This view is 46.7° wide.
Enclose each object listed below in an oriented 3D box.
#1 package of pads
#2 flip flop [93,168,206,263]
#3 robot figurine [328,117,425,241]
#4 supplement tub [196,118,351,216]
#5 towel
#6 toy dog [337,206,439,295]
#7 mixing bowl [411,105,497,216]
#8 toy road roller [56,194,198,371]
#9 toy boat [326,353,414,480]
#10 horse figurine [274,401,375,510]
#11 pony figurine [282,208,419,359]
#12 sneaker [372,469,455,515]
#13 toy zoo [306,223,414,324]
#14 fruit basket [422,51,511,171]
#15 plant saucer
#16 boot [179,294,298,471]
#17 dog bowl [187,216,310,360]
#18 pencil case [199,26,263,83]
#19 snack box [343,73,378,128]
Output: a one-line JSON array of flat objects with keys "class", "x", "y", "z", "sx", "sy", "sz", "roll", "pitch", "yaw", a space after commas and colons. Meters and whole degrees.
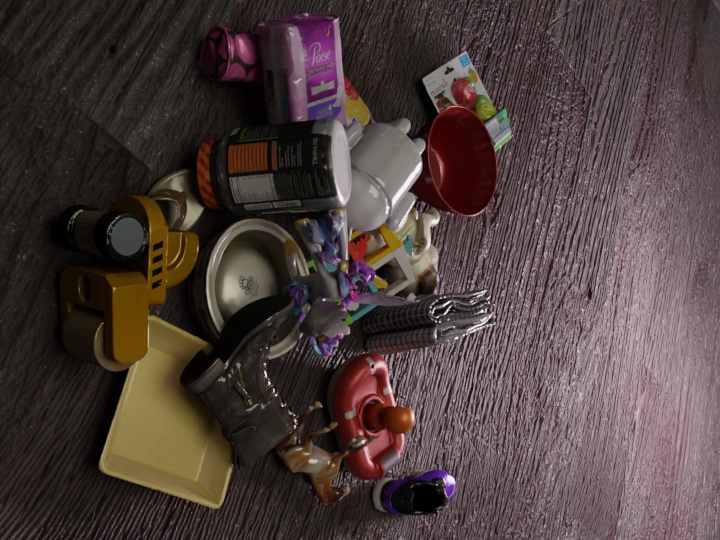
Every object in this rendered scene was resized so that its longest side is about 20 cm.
[{"class": "package of pads", "x": -0.081, "y": -0.269, "z": 1.226, "sx": 0.120, "sy": 0.075, "sz": 0.204, "roll": -30, "pitch": 125, "yaw": -45}, {"class": "flip flop", "x": -0.270, "y": -0.072, "z": 1.107, "sx": 0.199, "sy": 0.057, "sz": 0.082, "roll": -39, "pitch": 112, "yaw": -44}, {"class": "robot figurine", "x": 0.018, "y": -0.142, "z": 1.265, "sx": 0.170, "sy": 0.112, "sz": 0.201, "roll": 46, "pitch": 63, "yaw": -19}, {"class": "supplement tub", "x": -0.118, "y": -0.140, "z": 1.154, "sx": 0.122, "sy": 0.196, "sz": 0.125, "roll": -3, "pitch": 90, "yaw": -77}, {"class": "towel", "x": 0.120, "y": 0.082, "z": 1.441, "sx": 0.198, "sy": 0.164, "sz": 0.087, "roll": -12, "pitch": 87, "yaw": -48}, {"class": "toy dog", "x": 0.063, "y": -0.040, "z": 1.417, "sx": 0.200, "sy": 0.138, "sz": 0.196, "roll": 45, "pitch": 58, "yaw": -36}, {"class": "mixing bowl", "x": 0.154, "y": -0.196, "z": 1.555, "sx": 0.198, "sy": 0.107, "sz": 0.205, "roll": 5, "pitch": 82, "yaw": -43}, {"class": "toy road roller", "x": -0.276, "y": 0.011, "z": 1.014, "sx": 0.145, "sy": 0.122, "sz": 0.204, "roll": -3, "pitch": 99, "yaw": -47}, {"class": "toy boat", "x": 0.031, "y": 0.233, "z": 1.342, "sx": 0.130, "sy": 0.129, "sz": 0.204, "roll": -25, "pitch": 103, "yaw": -47}, {"class": "horse figurine", "x": -0.066, "y": 0.275, "z": 1.260, "sx": 0.199, "sy": 0.132, "sz": 0.050, "roll": 37, "pitch": 16, "yaw": -38}, {"class": "pony figurine", "x": -0.036, "y": 0.023, "z": 1.157, "sx": 0.164, "sy": 0.192, "sz": 0.204, "roll": -14, "pitch": 91, "yaw": -31}, {"class": "sneaker", "x": 0.119, "y": 0.389, "z": 1.437, "sx": 0.198, "sy": 0.098, "sz": 0.071, "roll": 4, "pitch": 83, "yaw": -47}, {"class": "toy zoo", "x": 0.000, "y": 0.000, "z": 1.333, "sx": 0.198, "sy": 0.020, "sz": 0.132, "roll": -33, "pitch": 114, "yaw": -2}, {"class": "fruit basket", "x": 0.219, "y": -0.323, "z": 1.666, "sx": 0.185, "sy": 0.093, "sz": 0.203, "roll": -39, "pitch": 109, "yaw": -44}, {"class": "plant saucer", "x": -0.244, "y": 0.190, "z": 1.103, "sx": 0.199, "sy": 0.048, "sz": 0.203, "roll": 33, "pitch": 61, "yaw": -40}, {"class": "boot", "x": -0.134, "y": 0.150, "z": 1.126, "sx": 0.200, "sy": 0.069, "sz": 0.175, "roll": -42, "pitch": 121, "yaw": -14}, {"class": "dog bowl", "x": -0.163, "y": 0.029, "z": 1.200, "sx": 0.198, "sy": 0.073, "sz": 0.204, "roll": 8, "pitch": 79, "yaw": -47}, {"class": "pencil case", "x": -0.150, "y": -0.325, "z": 1.260, "sx": 0.198, "sy": 0.094, "sz": 0.092, "roll": -12, "pitch": 136, "yaw": -48}, {"class": "snack box", "x": -0.058, "y": -0.218, "z": 1.366, "sx": 0.143, "sy": 0.052, "sz": 0.202, "roll": 50, "pitch": 53, "yaw": -28}]
